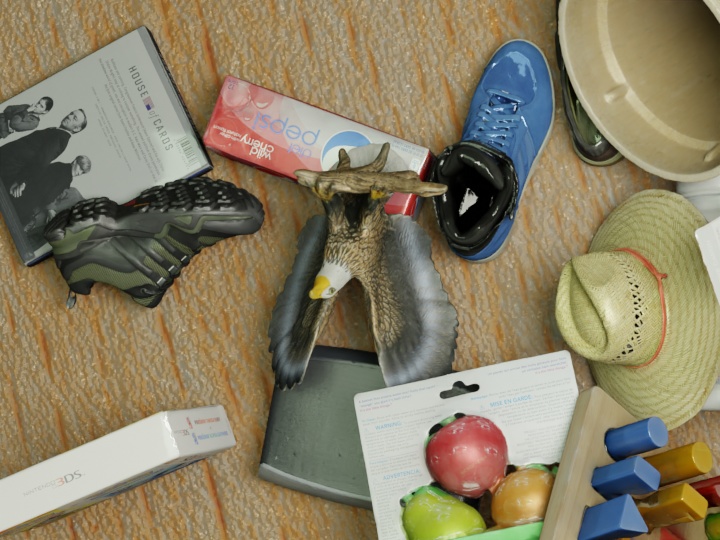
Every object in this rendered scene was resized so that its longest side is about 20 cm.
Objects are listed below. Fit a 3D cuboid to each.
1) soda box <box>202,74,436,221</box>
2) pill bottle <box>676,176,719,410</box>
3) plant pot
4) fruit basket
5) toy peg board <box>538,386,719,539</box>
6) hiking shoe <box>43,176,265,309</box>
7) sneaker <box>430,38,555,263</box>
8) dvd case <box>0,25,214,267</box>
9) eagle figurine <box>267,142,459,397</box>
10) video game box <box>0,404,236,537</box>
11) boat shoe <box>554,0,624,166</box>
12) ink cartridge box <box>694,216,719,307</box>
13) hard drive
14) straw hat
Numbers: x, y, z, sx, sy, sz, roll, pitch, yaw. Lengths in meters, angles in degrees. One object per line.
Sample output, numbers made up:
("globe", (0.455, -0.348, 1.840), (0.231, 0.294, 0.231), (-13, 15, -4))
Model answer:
("soda box", (-0.035, -0.106, 1.504), (0.199, 0.063, 0.070), (21, 90, 12))
("pill bottle", (0.305, 0.015, 1.399), (0.112, 0.112, 0.201), (-1, 85, 11))
("plant pot", (0.295, -0.202, 1.371), (0.183, 0.201, 0.201), (-32, 78, -27))
("fruit basket", (0.099, 0.180, 1.368), (0.184, 0.094, 0.201), (-13, 68, 7))
("toy peg board", (0.248, 0.212, 1.308), (0.199, 0.201, 0.098), (40, 139, -23))
("hiking shoe", (-0.179, -0.021, 1.527), (0.199, 0.076, 0.101), (-8, 117, 7))
("sneaker", (0.115, -0.108, 1.448), (0.076, 0.111, 0.201), (18, 89, 12))
("dvd case", (-0.253, -0.115, 1.568), (0.199, 0.025, 0.151), (-27, 80, 7))
("eagle figurine", (-0.005, 0.003, 1.418), (0.150, 0.152, 0.201), (-20, 125, -24))
("video game box", (-0.222, 0.173, 1.457), (0.199, 0.182, 0.047), (-24, 81, 9))
("boat shoe", (0.204, -0.193, 1.460), (0.071, 0.066, 0.202), (-3, 85, 12))
("ink cartridge box", (0.325, 0.006, 1.314), (0.050, 0.200, 0.163), (-6, 109, 52))
("hard drive", (0.013, 0.141, 1.475), (0.199, 0.042, 0.136), (11, 87, 12))
("straw hat", (0.205, 0.030, 1.372), (0.085, 0.201, 0.202), (3, 84, -30))
